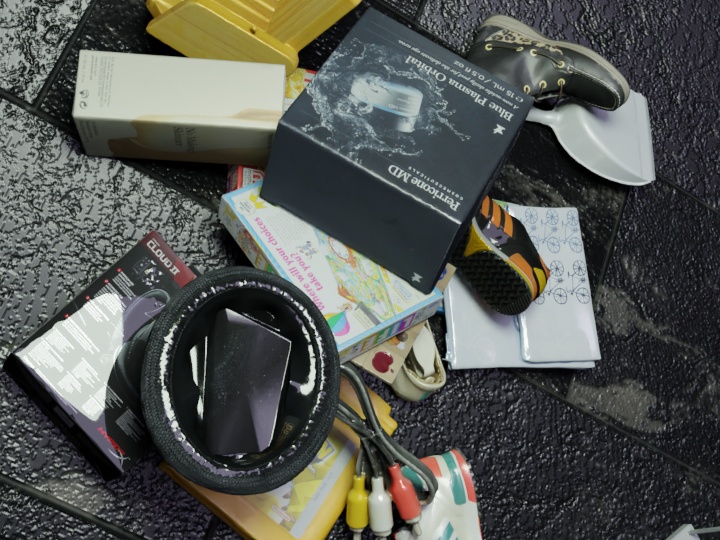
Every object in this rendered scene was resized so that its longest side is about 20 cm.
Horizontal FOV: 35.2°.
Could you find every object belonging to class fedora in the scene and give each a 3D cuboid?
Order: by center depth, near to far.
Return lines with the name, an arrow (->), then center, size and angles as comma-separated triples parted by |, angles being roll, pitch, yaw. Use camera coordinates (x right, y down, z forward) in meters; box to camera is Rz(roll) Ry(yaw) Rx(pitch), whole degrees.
fedora -> -0.114, 0.102, 1.013 | 0.198, 0.092, 0.203 | 8, 69, -22

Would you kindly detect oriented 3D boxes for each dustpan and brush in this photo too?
dustpan and brush -> 0.262, -0.181, 1.383 | 0.198, 0.057, 0.141 | 19, 56, -25

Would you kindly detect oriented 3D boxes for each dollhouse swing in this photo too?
dollhouse swing -> -0.090, -0.318, 1.155 | 0.180, 0.176, 0.201 | 29, 46, -15

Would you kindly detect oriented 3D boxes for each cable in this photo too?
cable -> 0.015, 0.176, 1.091 | 0.096, 0.050, 0.202 | -11, 115, 11

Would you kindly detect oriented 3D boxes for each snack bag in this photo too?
snack bag -> 0.174, 0.016, 1.276 | 0.198, 0.021, 0.191 | 2, 75, -24

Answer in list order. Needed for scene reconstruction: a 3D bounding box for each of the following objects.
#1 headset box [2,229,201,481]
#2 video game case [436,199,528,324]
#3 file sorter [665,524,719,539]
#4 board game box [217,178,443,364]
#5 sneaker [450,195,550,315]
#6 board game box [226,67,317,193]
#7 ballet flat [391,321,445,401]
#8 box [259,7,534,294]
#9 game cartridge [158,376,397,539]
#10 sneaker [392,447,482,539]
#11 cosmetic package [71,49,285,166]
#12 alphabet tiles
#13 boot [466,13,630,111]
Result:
headset box -> -0.210, 0.073, 1.072 | 0.149, 0.077, 0.200 | 47, 61, -6
video game case -> 0.157, -0.010, 1.298 | 0.198, 0.018, 0.145 | 10, 72, -22
file sorter -> 0.356, 0.381, 1.215 | 0.199, 0.124, 0.140 | -29, 87, -28
board game box -> -0.031, -0.015, 1.110 | 0.134, 0.034, 0.201 | -24, 65, -30
sneaker -> 0.131, -0.048, 1.237 | 0.201, 0.070, 0.090 | 54, 40, 3
board game box -> -0.043, -0.135, 1.226 | 0.198, 0.046, 0.154 | 7, 72, -23
ballet flat -> 0.043, 0.038, 1.194 | 0.069, 0.069, 0.202 | -17, 88, -27
box -> 0.037, -0.121, 1.112 | 0.195, 0.118, 0.201 | 29, 53, 5
game cartridge -> -0.074, 0.170, 1.132 | 0.176, 0.032, 0.201 | 41, 63, -9
sneaker -> 0.082, 0.288, 1.158 | 0.092, 0.070, 0.202 | -10, 82, -7
cosmetic package -> -0.173, -0.156, 1.112 | 0.197, 0.105, 0.072 | 3, 74, -4
alphabet tiles -> 0.000, 0.000, 1.139 | 0.166, 0.008, 0.201 | 30, 51, 4
boot -> 0.195, -0.203, 1.315 | 0.199, 0.073, 0.151 | 31, 65, 16
